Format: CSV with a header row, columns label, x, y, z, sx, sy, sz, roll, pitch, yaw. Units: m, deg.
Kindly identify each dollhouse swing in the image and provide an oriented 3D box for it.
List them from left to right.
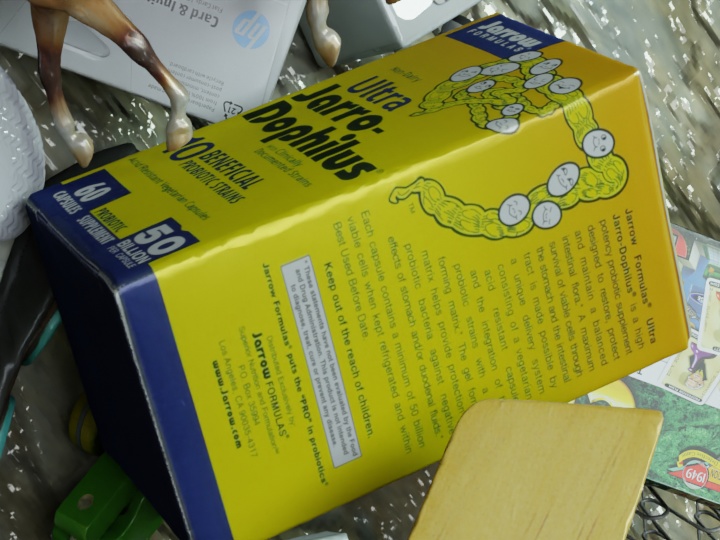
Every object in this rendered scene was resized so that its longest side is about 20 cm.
label,x,y,z,sx,sy,sz,roll,pitch,yaw
dollhouse swing,-0.023,0.127,0.746,0.174,0.201,0.183,23,56,3

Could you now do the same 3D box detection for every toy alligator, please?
label,x,y,z,sx,sy,sz,roll,pitch,yaw
toy alligator,-0.084,0.078,0.828,0.201,0.059,0.054,-55,155,-21

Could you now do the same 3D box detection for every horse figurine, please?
label,x,y,z,sx,sy,sz,roll,pitch,yaw
horse figurine,-0.063,-0.113,0.706,0.199,0.050,0.133,-25,121,10

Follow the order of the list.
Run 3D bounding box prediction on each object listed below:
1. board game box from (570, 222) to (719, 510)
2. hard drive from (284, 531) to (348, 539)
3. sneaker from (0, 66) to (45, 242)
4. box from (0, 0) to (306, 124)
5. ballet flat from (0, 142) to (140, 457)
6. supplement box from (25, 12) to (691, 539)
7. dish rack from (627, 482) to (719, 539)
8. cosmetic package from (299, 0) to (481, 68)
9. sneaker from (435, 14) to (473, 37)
label,x,y,z,sx,sy,sz,roll,pitch,yaw
board game box,0.079,0.018,0.860,0.198,0.023,0.106,20,83,-12
hard drive,-0.087,0.186,0.836,0.198,0.026,0.133,-8,92,-31
sneaker,-0.210,-0.057,0.731,0.199,0.114,0.076,19,78,-45
box,-0.077,-0.171,0.793,0.155,0.041,0.202,19,94,-12
ballet flat,-0.146,0.030,0.786,0.068,0.068,0.201,28,74,-14
supplement box,0.000,0.000,0.754,0.199,0.109,0.110,-23,115,-18
dish rack,0.145,0.108,0.921,0.152,0.055,0.202,-18,116,-19
cosmetic package,-0.007,-0.198,0.873,0.101,0.071,0.201,-34,105,-28
sneaker,0.068,-0.013,0.922,0.086,0.075,0.200,-39,113,3
